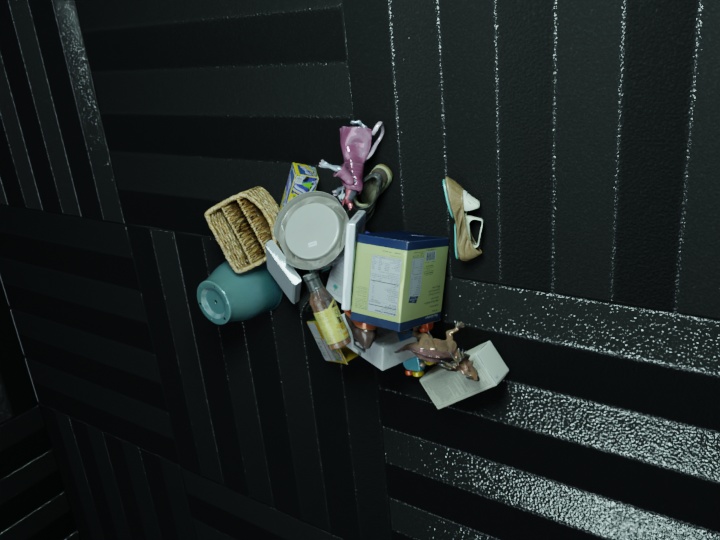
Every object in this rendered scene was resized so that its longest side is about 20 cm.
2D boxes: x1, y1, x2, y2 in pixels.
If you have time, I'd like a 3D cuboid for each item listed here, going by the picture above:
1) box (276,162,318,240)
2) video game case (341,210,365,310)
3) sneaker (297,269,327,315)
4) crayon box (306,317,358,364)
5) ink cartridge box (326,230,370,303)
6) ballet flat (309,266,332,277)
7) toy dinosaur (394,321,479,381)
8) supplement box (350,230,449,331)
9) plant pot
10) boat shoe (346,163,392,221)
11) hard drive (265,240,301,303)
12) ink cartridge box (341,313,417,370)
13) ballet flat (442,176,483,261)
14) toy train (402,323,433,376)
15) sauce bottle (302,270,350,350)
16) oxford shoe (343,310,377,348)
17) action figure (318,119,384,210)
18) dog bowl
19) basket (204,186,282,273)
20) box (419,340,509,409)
[{"bbox_3d":[-0.168,-0.173,1.789,0.070,0.064,0.200,-110,34,-53],"label":"box"},{"bbox_3d":[-0.014,-0.028,1.603,0.023,0.182,0.200,5,105,7],"label":"video game case"},{"bbox_3d":[-0.139,0.043,1.893,0.091,0.076,0.200,56,148,34],"label":"sneaker"},{"bbox_3d":[-0.072,0.183,1.860,0.126,0.052,0.200,65,161,-5],"label":"crayon box"},{"bbox_3d":[0.000,0.000,1.760,0.136,0.076,0.200,31,128,22],"label":"ink cartridge box"},{"bbox_3d":[-0.112,-0.049,1.804,0.200,0.068,0.068,-112,3,-50],"label":"ballet flat"},{"bbox_3d":[0.176,0.189,1.589,0.200,0.136,0.086,2,121,6],"label":"toy dinosaur"},{"bbox_3d":[0.093,0.018,1.588,0.134,0.200,0.200,12,101,33],"label":"supplement box"},{"bbox_3d":[-0.358,0.061,1.988,0.200,0.188,0.200,16,119,31],"label":"plant pot"},{"bbox_3d":[0.005,-0.175,1.682,0.073,0.065,0.200,41,131,13],"label":"boat shoe"},{"bbox_3d":[-0.202,0.008,1.804,0.132,0.026,0.200,53,166,9],"label":"hard drive"},{"bbox_3d":[0.037,0.167,1.753,0.200,0.116,0.067,29,127,46],"label":"ink cartridge box"},{"bbox_3d":[0.236,-0.117,1.541,0.072,0.068,0.200,-7,107,18],"label":"ballet flat"},{"bbox_3d":[0.152,0.178,1.747,0.150,0.056,0.200,57,140,25],"label":"toy train"},{"bbox_3d":[-0.087,0.098,1.714,0.066,0.066,0.200,-13,104,40],"label":"sauce bottle"},{"bbox_3d":[-0.005,0.137,1.668,0.071,0.200,0.073,5,97,-9],"label":"oxford shoe"},{"bbox_3d":[-0.012,-0.239,1.620,0.149,0.134,0.200,-1,81,13],"label":"action figure"},{"bbox_3d":[-0.113,-0.092,1.706,0.200,0.059,0.200,-4,75,17],"label":"dog bowl"},{"bbox_3d":[-0.300,-0.115,1.889,0.143,0.149,0.200,-23,95,42],"label":"basket"},{"bbox_3d":[0.252,0.257,1.686,0.200,0.078,0.095,-33,88,42],"label":"box"}]
